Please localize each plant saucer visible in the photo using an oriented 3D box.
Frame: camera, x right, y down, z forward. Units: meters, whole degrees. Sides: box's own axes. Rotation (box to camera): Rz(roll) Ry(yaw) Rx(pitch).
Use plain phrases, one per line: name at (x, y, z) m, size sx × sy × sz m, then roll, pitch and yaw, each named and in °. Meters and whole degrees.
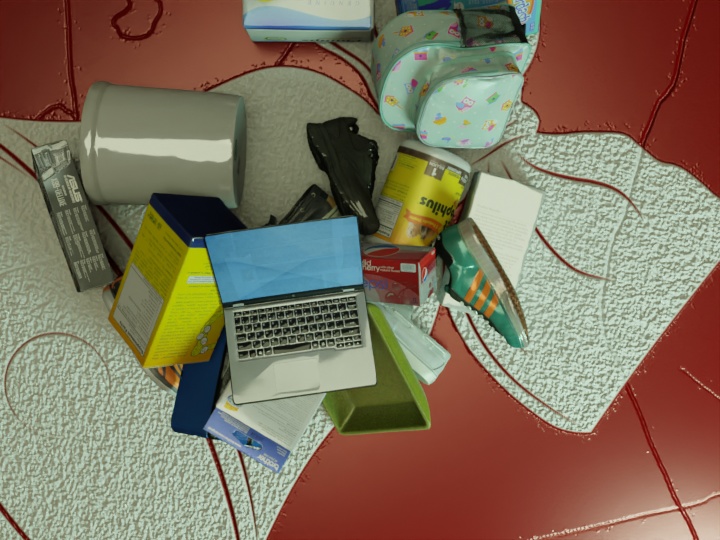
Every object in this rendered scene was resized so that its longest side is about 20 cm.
plant saucer at (0.001, 0.136, 1.156) m, size 0.048 × 0.199 × 0.201 m, roll -37°, pitch 104°, yaw -41°

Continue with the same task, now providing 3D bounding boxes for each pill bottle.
pill bottle at (0.075, -0.078, 1.155) m, size 0.109 × 0.109 × 0.201 m, roll 21°, pitch 95°, yaw -2°

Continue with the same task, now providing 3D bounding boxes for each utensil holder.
utensil holder at (-0.266, -0.171, 1.119) m, size 0.199 × 0.170 × 0.171 m, roll 3°, pitch 95°, yaw -1°

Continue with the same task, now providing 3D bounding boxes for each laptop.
laptop at (-0.082, 0.053, 0.994) m, size 0.186 × 0.116 × 0.201 m, roll -8°, pitch 80°, yaw -2°

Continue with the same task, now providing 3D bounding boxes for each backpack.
backpack at (0.115, -0.258, 1.086) m, size 0.199 × 0.176 × 0.154 m, roll 3°, pitch 57°, yaw -8°

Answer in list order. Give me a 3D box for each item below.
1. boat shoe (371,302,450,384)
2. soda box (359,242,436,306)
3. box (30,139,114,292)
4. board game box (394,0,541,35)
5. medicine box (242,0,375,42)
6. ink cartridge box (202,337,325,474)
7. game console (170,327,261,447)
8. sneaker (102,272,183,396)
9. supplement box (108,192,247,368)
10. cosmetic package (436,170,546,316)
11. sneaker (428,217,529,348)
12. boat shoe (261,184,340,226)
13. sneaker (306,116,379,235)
boat shoe at (0.051, 0.079, 1.197) m, size 0.201 × 0.070 × 0.072 m, roll 45°, pitch 76°, yaw -3°
soda box at (0.000, 0.000, 1.095) m, size 0.199 × 0.070 × 0.064 m, roll 5°, pitch 112°, yaw 24°
box at (-0.405, -0.070, 1.130) m, size 0.050 × 0.158 × 0.201 m, roll -19°, pitch 94°, yaw -21°
board game box at (0.149, -0.367, 1.109) m, size 0.199 × 0.152 × 0.045 m, roll -14°, pitch 65°, yaw 1°
medicine box at (-0.069, -0.428, 1.128) m, size 0.181 × 0.103 × 0.201 m, roll 0°, pitch 94°, yaw 0°
ink cartridge box at (-0.107, 0.150, 1.063) m, size 0.119 × 0.042 × 0.200 m, roll 31°, pitch 72°, yaw -4°
game console at (-0.164, 0.141, 1.134) m, size 0.170 × 0.118 × 0.201 m, roll 12°, pitch 78°, yaw -10°
sneaker at (-0.285, 0.081, 1.186) m, size 0.112 × 0.078 × 0.200 m, roll -32°, pitch 94°, yaw 4°
supplement box at (-0.233, 0.013, 1.054) m, size 0.109 × 0.109 × 0.201 m, roll 43°, pitch 118°, yaw 34°
cosmetic package at (0.188, -0.035, 1.178) m, size 0.101 × 0.071 × 0.201 m, roll 17°, pitch 95°, yaw -2°
sneaker at (0.165, 0.028, 1.119) m, size 0.080 × 0.071 × 0.201 m, roll -26°, pitch 100°, yaw 19°
boat shoe at (-0.120, -0.050, 1.174) m, size 0.200 × 0.075 × 0.062 m, roll -40°, pitch 107°, yaw -3°
sneaker at (-0.008, -0.143, 1.140) m, size 0.090 × 0.076 × 0.201 m, roll -21°, pitch 67°, yaw -7°
